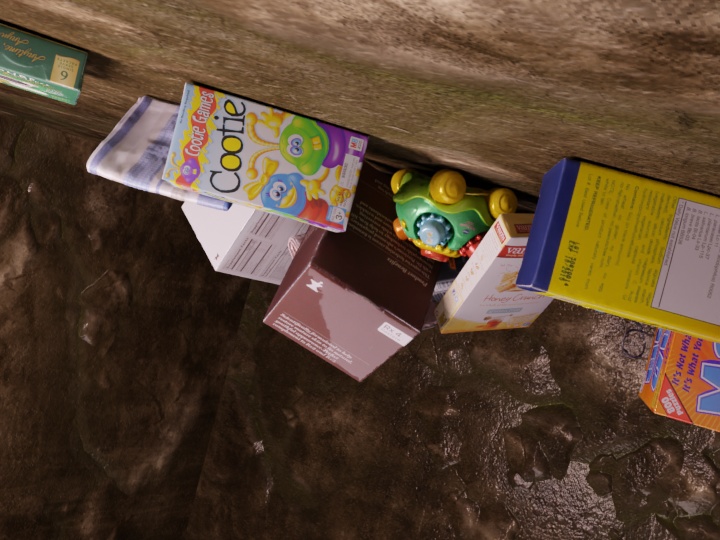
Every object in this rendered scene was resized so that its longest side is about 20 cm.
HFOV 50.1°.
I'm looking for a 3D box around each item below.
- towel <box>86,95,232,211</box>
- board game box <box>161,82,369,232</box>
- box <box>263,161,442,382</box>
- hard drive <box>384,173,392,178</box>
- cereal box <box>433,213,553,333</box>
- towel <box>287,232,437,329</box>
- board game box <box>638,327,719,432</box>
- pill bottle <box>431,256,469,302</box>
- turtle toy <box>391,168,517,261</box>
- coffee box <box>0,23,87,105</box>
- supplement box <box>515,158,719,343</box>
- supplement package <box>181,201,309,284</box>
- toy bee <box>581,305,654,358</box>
[{"bbox_3d":[-0.220,-0.149,0.950,0.196,0.148,0.024,16,142,13],"label":"towel"},{"bbox_3d":[-0.102,-0.118,0.841,0.196,0.107,0.103,15,-179,-7],"label":"board game box"},{"bbox_3d":[0.000,0.000,1.028,0.164,0.202,0.164,32,141,-11],"label":"box"},{"bbox_3d":[0.052,-0.115,1.180,0.197,0.043,0.135,16,-179,-18],"label":"hard drive"},{"bbox_3d":[0.190,0.007,0.938,0.141,0.040,0.201,-2,146,-23],"label":"cereal box"},{"bbox_3d":[0.009,0.018,1.151,0.197,0.194,0.032,-12,160,-37],"label":"towel"},{"bbox_3d":[0.473,0.096,0.943,0.196,0.204,0.200,15,-179,15],"label":"board game box"},{"bbox_3d":[0.190,-0.021,1.134,0.196,0.109,0.106,-11,172,21],"label":"pill bottle"},{"bbox_3d":[0.123,-0.058,0.953,0.197,0.103,0.145,15,-179,-24],"label":"turtle toy"},{"bbox_3d":[-0.365,-0.226,0.844,0.121,0.045,0.200,15,-178,-22],"label":"coffee box"},{"bbox_3d":[0.246,-0.011,0.660,0.196,0.111,0.110,16,-179,5],"label":"supplement box"},{"bbox_3d":[-0.139,-0.087,1.197,0.198,0.151,0.153,14,-149,-47],"label":"supplement package"},{"bbox_3d":[0.342,0.013,0.978,0.198,0.133,0.108,33,160,-17],"label":"toy bee"}]
